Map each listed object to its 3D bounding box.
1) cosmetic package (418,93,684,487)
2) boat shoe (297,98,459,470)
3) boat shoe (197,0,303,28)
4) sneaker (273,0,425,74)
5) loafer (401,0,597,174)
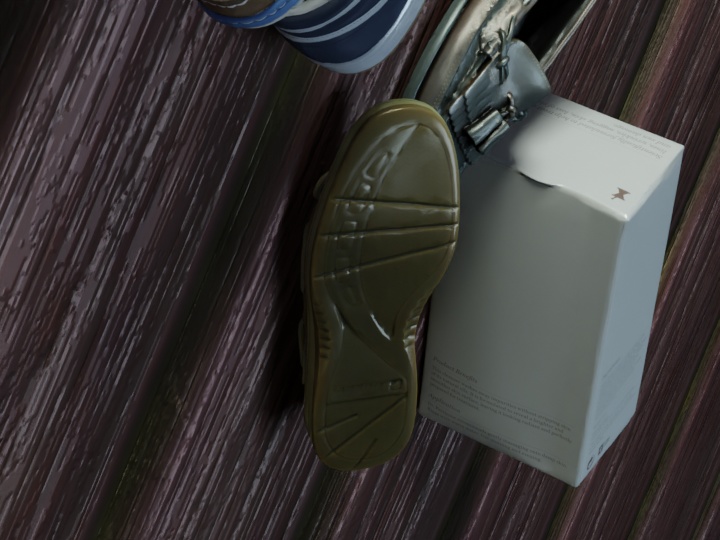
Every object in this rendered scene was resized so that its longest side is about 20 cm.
[{"bbox_3d":[0.103,0.008,1.364,0.081,0.112,0.201,-44,152,-44],"label":"cosmetic package"},{"bbox_3d":[0.002,0.000,1.189,0.073,0.063,0.202,-6,124,-15],"label":"boat shoe"},{"bbox_3d":[-0.038,-0.189,0.885,0.072,0.072,0.202,1,101,-63],"label":"boat shoe"},{"bbox_3d":[0.014,-0.180,1.007,0.201,0.070,0.108,-66,161,5],"label":"sneaker"},{"bbox_3d":[0.080,-0.118,1.240,0.201,0.063,0.072,-61,158,-16],"label":"loafer"}]
